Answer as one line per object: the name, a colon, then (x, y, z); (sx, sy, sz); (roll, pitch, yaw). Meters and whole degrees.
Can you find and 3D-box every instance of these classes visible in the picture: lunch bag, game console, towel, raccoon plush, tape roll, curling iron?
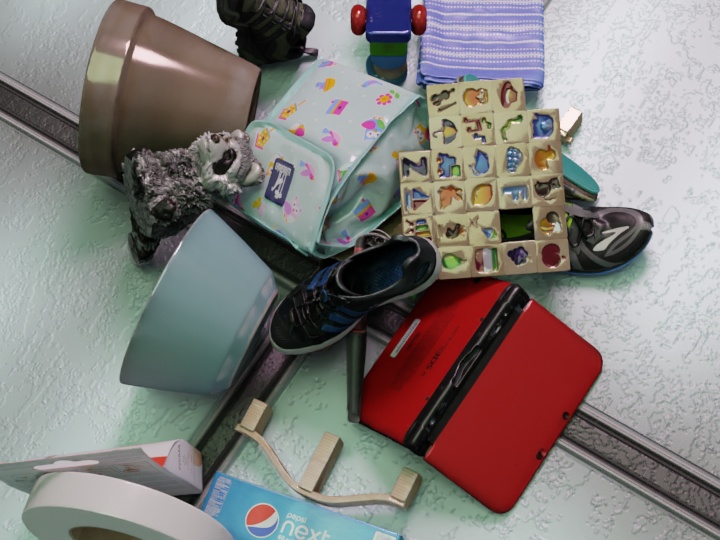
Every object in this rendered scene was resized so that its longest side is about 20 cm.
lunch bag: (-0.035, -0.114, 1.248); (0.200, 0.122, 0.170); (-47, 47, -14)
game console: (0.116, 0.118, 1.196); (0.172, 0.119, 0.200); (19, 68, 50)
towel: (0.140, -0.286, 1.340); (0.145, 0.024, 0.200); (2, 57, 4)
raccoon plush: (-0.186, -0.087, 1.264); (0.134, 0.200, 0.097); (-17, 79, -23)
tape roll: (-0.219, 0.249, 1.098); (0.203, 0.203, 0.037); (8, 59, 13)
curling iron: (0.005, 0.055, 1.180); (0.050, 0.026, 0.200); (7, 84, 21)

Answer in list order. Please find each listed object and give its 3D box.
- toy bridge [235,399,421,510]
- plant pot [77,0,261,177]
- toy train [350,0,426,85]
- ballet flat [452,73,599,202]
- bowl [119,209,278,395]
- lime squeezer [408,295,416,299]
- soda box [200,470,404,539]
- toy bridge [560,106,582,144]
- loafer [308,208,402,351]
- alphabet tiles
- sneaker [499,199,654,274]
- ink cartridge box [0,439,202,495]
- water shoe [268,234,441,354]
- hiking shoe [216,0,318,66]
toy bridge: (-0.042, 0.198, 1.175); (0.200, 0.027, 0.067); (21, 72, 19)
plant pot: (-0.207, -0.190, 1.309); (0.173, 0.200, 0.200); (12, 69, -3)
toy train: (0.034, -0.323, 1.352); (0.085, 0.116, 0.200); (1, 62, 2)
ballet flat: (0.168, -0.129, 1.265); (0.200, 0.072, 0.072); (41, 79, 3)
bowl: (-0.156, 0.049, 1.196); (0.105, 0.201, 0.201); (28, 73, -1)
lime squeezer: (0.099, -0.066, 1.248); (0.038, 0.071, 0.200); (17, 71, 17)
soda box: (-0.057, 0.263, 1.136); (0.200, 0.068, 0.064); (17, 71, 17)
toy bridge: (0.156, -0.192, 1.316); (0.200, 0.027, 0.067); (33, 77, 21)
loafer: (0.000, 0.000, 1.239); (0.076, 0.067, 0.200); (33, 76, 21)
alphabet tiles: (0.123, -0.094, 1.180); (0.167, 0.008, 0.200); (-4, 89, 5)
sneaker: (0.205, -0.041, 1.212); (0.199, 0.083, 0.071); (2, 68, 11)
ink cartridge box: (-0.259, 0.186, 1.133); (0.162, 0.200, 0.050); (-7, 65, 7)
water shoe: (-0.019, 0.016, 1.139); (0.200, 0.079, 0.072); (-30, 68, 17)
hiking shoe: (-0.104, -0.302, 1.315); (0.101, 0.200, 0.076); (-4, 72, 7)
